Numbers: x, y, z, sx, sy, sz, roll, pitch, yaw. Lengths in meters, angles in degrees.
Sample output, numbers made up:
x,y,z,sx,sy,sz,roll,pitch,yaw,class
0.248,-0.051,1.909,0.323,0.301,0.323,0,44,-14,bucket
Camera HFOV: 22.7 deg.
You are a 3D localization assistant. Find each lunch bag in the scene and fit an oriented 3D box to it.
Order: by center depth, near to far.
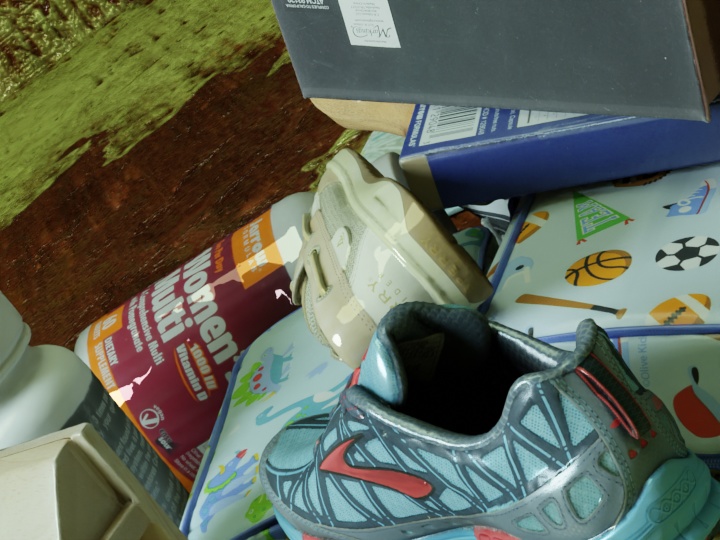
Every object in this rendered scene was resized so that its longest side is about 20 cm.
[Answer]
x,y,z,sx,sy,sz,roll,pitch,yaw,class
0.127,-0.001,0.706,0.159,0.076,0.200,-6,29,24,lunch bag
0.005,0.073,0.788,0.160,0.083,0.200,-27,21,19,lunch bag

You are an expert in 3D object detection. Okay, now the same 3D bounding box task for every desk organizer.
x,y,z,sx,sy,sz,roll,pitch,yaw,class
0.062,-0.115,0.725,0.199,0.072,0.077,8,39,39,desk organizer

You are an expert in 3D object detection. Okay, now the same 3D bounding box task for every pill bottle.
x,y,z,sx,sy,sz,roll,pitch,yaw,class
-0.139,0.106,0.782,0.113,0.200,0.113,-32,19,12,pill bottle
-0.042,0.028,0.939,0.199,0.110,0.110,-33,19,13,pill bottle

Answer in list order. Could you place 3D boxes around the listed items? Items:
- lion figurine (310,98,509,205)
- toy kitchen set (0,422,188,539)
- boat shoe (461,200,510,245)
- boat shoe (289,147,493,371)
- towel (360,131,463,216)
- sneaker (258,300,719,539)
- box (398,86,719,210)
x,y,z,sx,sy,sz,roll,pitch,yaw,class
0.029,-0.092,0.904,0.199,0.073,0.123,13,56,48,lion figurine
-0.105,0.174,0.616,0.199,0.164,0.181,-19,25,43,toy kitchen set
0.098,-0.035,0.908,0.073,0.068,0.199,-37,24,-15,boat shoe
0.000,0.000,0.721,0.065,0.072,0.200,-44,11,0,boat shoe
0.085,-0.102,1.124,0.199,0.048,0.172,-23,23,35,towel
0.029,0.048,0.593,0.199,0.096,0.079,-6,29,50,sneaker
0.121,-0.083,0.737,0.199,0.033,0.121,-10,32,20,box
